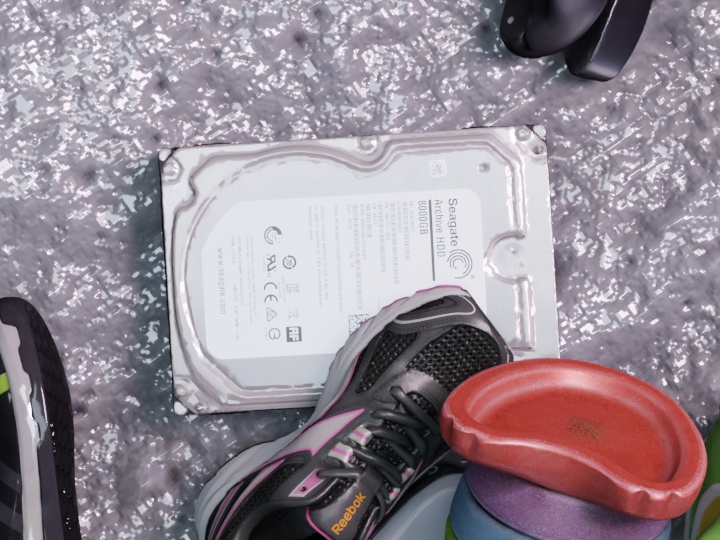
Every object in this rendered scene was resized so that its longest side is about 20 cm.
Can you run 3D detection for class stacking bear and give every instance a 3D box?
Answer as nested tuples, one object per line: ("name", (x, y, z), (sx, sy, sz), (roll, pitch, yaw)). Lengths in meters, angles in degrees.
("stacking bear", (0.086, 0.154, 1.139), (0.121, 0.114, 0.200), (18, 115, 13))

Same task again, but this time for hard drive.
("hard drive", (0.000, 0.000, 1.220), (0.200, 0.038, 0.140), (-3, 89, 1))

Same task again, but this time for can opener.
("can opener", (0.118, -0.199, 1.217), (0.063, 0.079, 0.200), (9, 85, 41))

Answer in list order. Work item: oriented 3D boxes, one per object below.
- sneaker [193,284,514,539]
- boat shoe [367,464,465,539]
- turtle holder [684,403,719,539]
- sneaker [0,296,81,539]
("sneaker", (0.000, 0.098, 1.170), (0.080, 0.086, 0.200), (37, 109, -17))
("boat shoe", (-0.007, 0.175, 1.207), (0.200, 0.057, 0.069), (-41, 106, 0))
("turtle holder", (0.222, 0.125, 1.140), (0.141, 0.186, 0.132), (23, 104, 0))
("sneaker", (-0.188, 0.115, 1.207), (0.083, 0.072, 0.200), (-5, 89, 3))
